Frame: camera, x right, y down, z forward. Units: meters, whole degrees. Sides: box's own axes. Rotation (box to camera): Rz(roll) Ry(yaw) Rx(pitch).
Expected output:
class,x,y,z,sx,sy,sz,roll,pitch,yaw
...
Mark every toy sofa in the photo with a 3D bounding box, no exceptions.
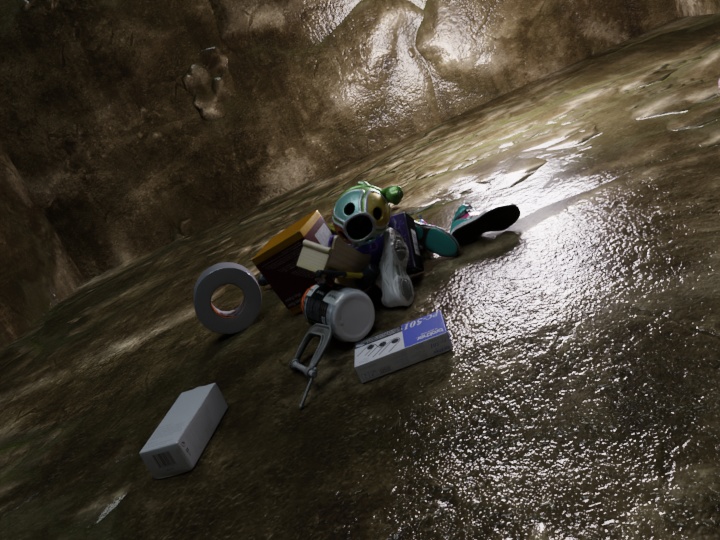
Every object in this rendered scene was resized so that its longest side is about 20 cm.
class,x,y,z,sx,sy,sz,roll,pitch,yaw
toy sofa,-0.060,-0.024,1.359,0.082,0.199,0.099,18,85,31

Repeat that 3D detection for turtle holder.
class,x,y,z,sx,sy,sz,roll,pitch,yaw
turtle holder,0.019,-0.131,1.363,0.181,0.144,0.132,-7,25,7

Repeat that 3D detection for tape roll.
class,x,y,z,sx,sy,sz,roll,pitch,yaw
tape roll,-0.393,0.082,1.663,0.198,0.203,0.066,-28,20,-10

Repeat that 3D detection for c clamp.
class,x,y,z,sx,sy,sz,roll,pitch,yaw
c clamp,-0.117,0.192,1.232,0.173,0.027,0.200,-63,17,-6

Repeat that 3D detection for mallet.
class,x,y,z,sx,sy,sz,roll,pitch,yaw
mallet,-0.037,0.018,1.307,0.198,0.041,0.066,-4,-41,-46

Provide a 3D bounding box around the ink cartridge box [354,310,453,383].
class,x,y,z,sx,sy,sz,roll,pitch,yaw
ink cartridge box,0.084,0.154,1.143,0.196,0.045,0.094,-22,22,9

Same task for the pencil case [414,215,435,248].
class,x,y,z,sx,sy,sz,roll,pitch,yaw
pencil case,0.124,-0.073,1.607,0.199,0.090,0.088,-37,23,-23

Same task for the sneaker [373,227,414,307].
class,x,y,z,sx,sy,sz,roll,pitch,yaw
sneaker,0.067,-0.004,1.382,0.098,0.205,0.077,-19,-24,38

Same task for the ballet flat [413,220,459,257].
class,x,y,z,sx,sy,sz,roll,pitch,yaw
ballet flat,0.185,-0.095,1.535,0.197,0.075,0.074,27,43,19

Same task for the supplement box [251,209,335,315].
class,x,y,z,sx,sy,sz,roll,pitch,yaw
supplement box,-0.157,-0.019,1.580,0.195,0.202,0.133,-26,18,31

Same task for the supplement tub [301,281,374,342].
class,x,y,z,sx,sy,sz,roll,pitch,yaw
supplement tub,-0.061,0.095,1.350,0.122,0.124,0.199,-33,22,-23

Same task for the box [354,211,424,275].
class,x,y,z,sx,sy,sz,roll,pitch,yaw
box,0.054,-0.051,1.487,0.196,0.151,0.104,-15,-11,18

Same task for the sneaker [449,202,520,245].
class,x,y,z,sx,sy,sz,roll,pitch,yaw
sneaker,0.335,-0.147,1.553,0.197,0.085,0.122,-22,29,13

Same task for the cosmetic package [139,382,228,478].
class,x,y,z,sx,sy,sz,roll,pitch,yaw
cosmetic package,-0.368,0.335,1.192,0.100,0.075,0.201,-18,19,18

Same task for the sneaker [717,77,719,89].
class,x,y,z,sx,sy,sz,roll,pitch,yaw
sneaker,1.167,-0.573,1.646,0.198,0.068,0.108,-16,22,33

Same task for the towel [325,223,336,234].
class,x,y,z,sx,sy,sz,roll,pitch,yaw
towel,-0.089,-0.060,1.655,0.085,0.202,0.018,21,51,9

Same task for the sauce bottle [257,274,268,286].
class,x,y,z,sx,sy,sz,roll,pitch,yaw
sauce bottle,-0.262,0.019,1.865,0.197,0.066,0.065,-7,26,38
